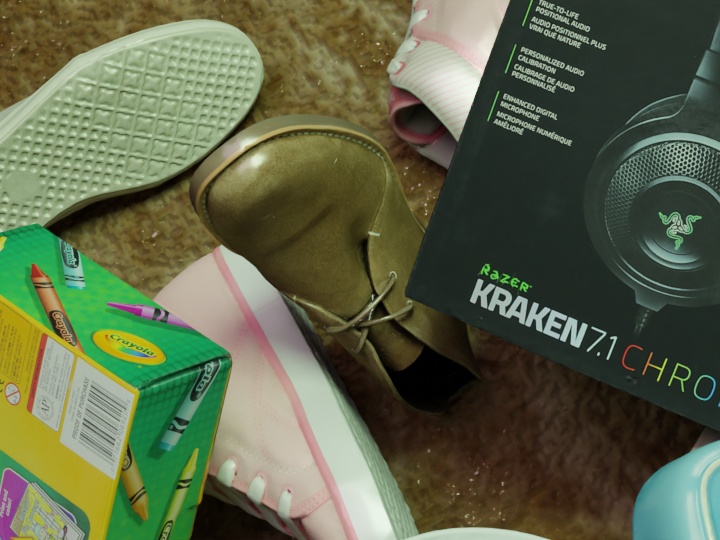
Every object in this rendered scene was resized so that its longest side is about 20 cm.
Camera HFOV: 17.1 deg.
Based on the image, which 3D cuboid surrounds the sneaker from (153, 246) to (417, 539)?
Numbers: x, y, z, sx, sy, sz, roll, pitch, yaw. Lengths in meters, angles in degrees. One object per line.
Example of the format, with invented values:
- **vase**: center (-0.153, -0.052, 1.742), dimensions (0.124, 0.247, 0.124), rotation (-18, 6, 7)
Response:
- **sneaker**: center (-0.049, 0.081, 1.020), dimensions (0.104, 0.075, 0.201), rotation (-31, 51, 1)

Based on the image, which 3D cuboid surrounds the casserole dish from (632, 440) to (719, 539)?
- **casserole dish**: center (0.188, 0.100, 0.827), dimensions (0.199, 0.039, 0.122), rotation (-6, 61, -12)

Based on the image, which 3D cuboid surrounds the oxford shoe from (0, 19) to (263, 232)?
- **oxford shoe**: center (-0.139, -0.061, 1.147), dimensions (0.199, 0.075, 0.058), rotation (-32, 21, 1)

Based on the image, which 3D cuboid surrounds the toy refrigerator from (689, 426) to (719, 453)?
- **toy refrigerator**: center (0.120, 0.140, 0.877), dimensions (0.076, 0.070, 0.200), rotation (31, 42, 9)

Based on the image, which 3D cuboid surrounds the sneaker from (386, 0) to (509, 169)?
- **sneaker**: center (0.042, -0.122, 1.099), dimensions (0.104, 0.075, 0.201), rotation (-29, 61, -2)

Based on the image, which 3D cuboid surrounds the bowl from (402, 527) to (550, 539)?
- **bowl**: center (0.053, 0.204, 0.894), dimensions (0.200, 0.090, 0.202), rotation (15, 46, -17)

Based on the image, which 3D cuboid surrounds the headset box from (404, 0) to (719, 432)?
- **headset box**: center (0.136, -0.056, 0.901), dimensions (0.173, 0.093, 0.201), rotation (23, 108, 9)

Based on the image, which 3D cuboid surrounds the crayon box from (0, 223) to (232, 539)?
- **crayon box**: center (-0.132, 0.098, 0.992), dimensions (0.119, 0.058, 0.201), rotation (32, 121, 31)

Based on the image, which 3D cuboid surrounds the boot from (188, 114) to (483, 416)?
- **boot**: center (0.000, 0.000, 0.979), dimensions (0.073, 0.200, 0.076), rotation (-35, 58, 10)
